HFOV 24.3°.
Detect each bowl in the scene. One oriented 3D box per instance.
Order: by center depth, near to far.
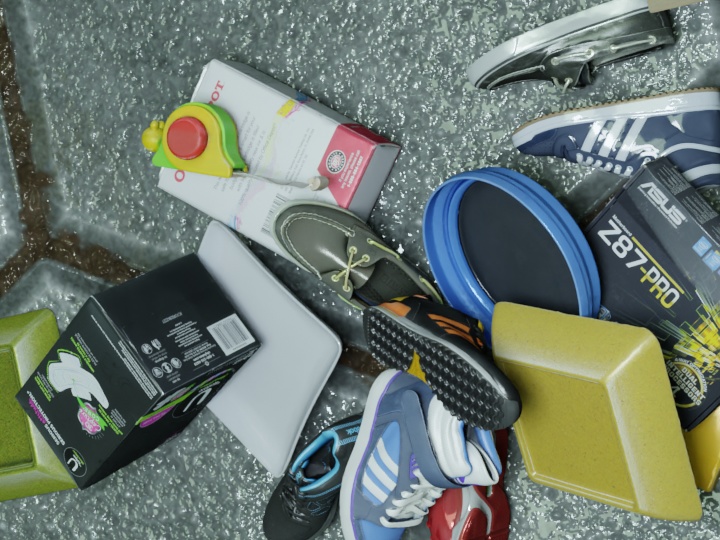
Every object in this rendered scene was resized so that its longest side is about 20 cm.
[{"bbox_3d":[0.142,-0.006,1.562,0.201,0.039,0.201,35,142,33],"label":"bowl"}]

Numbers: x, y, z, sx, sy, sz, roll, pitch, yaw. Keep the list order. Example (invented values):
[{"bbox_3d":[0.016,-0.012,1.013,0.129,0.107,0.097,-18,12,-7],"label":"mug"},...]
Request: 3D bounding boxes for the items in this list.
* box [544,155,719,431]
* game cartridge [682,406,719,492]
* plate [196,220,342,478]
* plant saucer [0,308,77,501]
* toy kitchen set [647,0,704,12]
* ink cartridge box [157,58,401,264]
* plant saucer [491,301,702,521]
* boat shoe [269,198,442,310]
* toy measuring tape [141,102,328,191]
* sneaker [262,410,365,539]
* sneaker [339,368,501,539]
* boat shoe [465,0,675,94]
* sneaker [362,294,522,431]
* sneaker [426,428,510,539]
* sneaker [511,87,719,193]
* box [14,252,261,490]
[{"bbox_3d":[0.286,0.022,1.517,0.200,0.049,0.161,50,127,13],"label":"box"},{"bbox_3d":[0.288,0.085,1.586,0.176,0.032,0.200,23,98,18],"label":"game cartridge"},{"bbox_3d":[-0.107,0.077,1.690,0.200,0.032,0.200,44,131,23],"label":"plate"},{"bbox_3d":[-0.414,0.158,1.841,0.200,0.048,0.200,-13,88,20],"label":"plant saucer"},{"bbox_3d":[0.316,-0.373,1.492,0.180,0.163,0.200,-11,127,14],"label":"toy kitchen set"},{"bbox_3d":[-0.082,-0.106,1.683,0.200,0.086,0.148,30,103,18],"label":"ink cartridge box"},{"bbox_3d":[0.202,0.137,1.523,0.200,0.048,0.200,10,125,49],"label":"plant saucer"},{"bbox_3d":[0.002,-0.002,1.610,0.202,0.060,0.072,32,100,-26],"label":"boat shoe"},{"bbox_3d":[-0.122,-0.124,1.616,0.200,0.074,0.074,10,96,21],"label":"toy measuring tape"},{"bbox_3d":[-0.052,0.209,1.673,0.073,0.082,0.200,54,125,25],"label":"sneaker"},{"bbox_3d":[0.062,0.199,1.569,0.146,0.080,0.200,20,103,45],"label":"sneaker"},{"bbox_3d":[0.198,-0.203,1.581,0.200,0.071,0.064,-20,85,19],"label":"boat shoe"},{"bbox_3d":[0.092,0.072,1.527,0.200,0.090,0.070,32,135,43],"label":"sneaker"},{"bbox_3d":[0.084,0.222,1.660,0.115,0.078,0.200,19,107,42],"label":"sneaker"},{"bbox_3d":[0.244,-0.103,1.569,0.200,0.070,0.109,-9,88,18],"label":"sneaker"},{"bbox_3d":[-0.225,0.102,1.681,0.124,0.148,0.200,53,132,10],"label":"box"}]
